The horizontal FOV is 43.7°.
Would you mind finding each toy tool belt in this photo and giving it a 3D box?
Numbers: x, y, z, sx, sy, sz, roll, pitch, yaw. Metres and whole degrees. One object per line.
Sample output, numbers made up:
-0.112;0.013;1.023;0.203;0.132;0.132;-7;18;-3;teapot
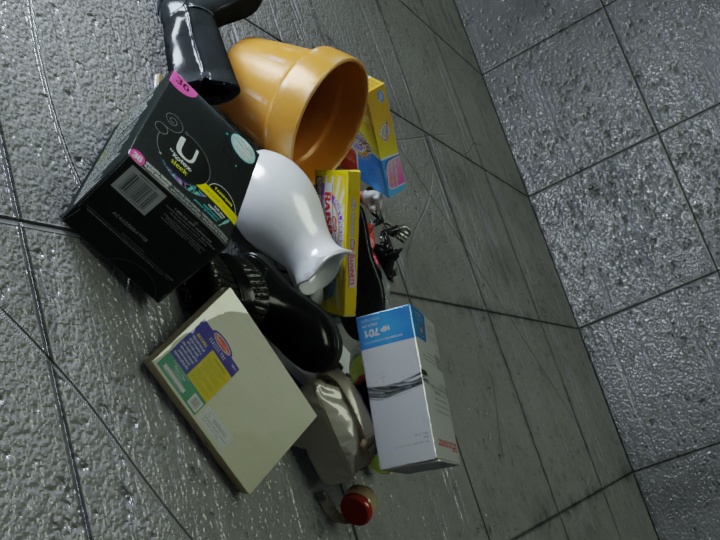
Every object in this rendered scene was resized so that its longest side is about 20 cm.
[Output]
-0.016;0.225;1.216;0.203;0.123;0.123;63;31;-7;toy tool belt

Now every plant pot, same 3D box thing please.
-0.115;-0.258;1.358;0.181;0.204;0.199;29;13;21;plant pot

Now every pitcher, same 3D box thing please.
-0.105;-0.053;1.258;0.120;0.172;0.201;-29;71;-27;pitcher

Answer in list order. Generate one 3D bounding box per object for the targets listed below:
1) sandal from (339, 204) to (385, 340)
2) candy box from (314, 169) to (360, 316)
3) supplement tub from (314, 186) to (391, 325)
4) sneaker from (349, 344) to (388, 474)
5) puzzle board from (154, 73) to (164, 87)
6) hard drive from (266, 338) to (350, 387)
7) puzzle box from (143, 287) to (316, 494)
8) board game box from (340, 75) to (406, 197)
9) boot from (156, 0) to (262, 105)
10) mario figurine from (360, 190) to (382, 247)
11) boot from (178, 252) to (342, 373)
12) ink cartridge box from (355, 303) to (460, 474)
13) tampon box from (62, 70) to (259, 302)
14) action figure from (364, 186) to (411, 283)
0.000;0.000;1.318;0.045;0.074;0.205;13;68;-68;sandal
-0.037;-0.042;1.284;0.026;0.101;0.205;-1;96;-33;candy box
-0.045;-0.028;1.398;0.203;0.121;0.123;61;23;-9;supplement tub
0.015;0.215;1.301;0.091;0.076;0.204;-81;160;-68;sneaker
-0.225;-0.163;1.268;0.200;0.017;0.153;41;34;-45;puzzle board
-0.079;0.112;1.309;0.201;0.025;0.133;51;27;-33;hard drive
-0.147;0.139;1.048;0.133;0.025;0.202;-44;112;-33;puzzle box
0.001;-0.240;1.512;0.152;0.040;0.203;37;-29;45;board game box
-0.202;-0.329;1.289;0.066;0.161;0.203;89;-14;-52;boot
-0.036;-0.114;1.508;0.202;0.122;0.106;54;16;-11;mario figurine
-0.129;0.054;1.130;0.210;0.080;0.157;41;14;18;boot
0.066;0.164;1.207;0.146;0.084;0.205;39;40;-68;ink cartridge box
-0.224;-0.101;1.042;0.150;0.125;0.202;43;30;-25;tampon box
0.035;-0.048;1.605;0.101;0.119;0.203;9;50;-43;action figure
